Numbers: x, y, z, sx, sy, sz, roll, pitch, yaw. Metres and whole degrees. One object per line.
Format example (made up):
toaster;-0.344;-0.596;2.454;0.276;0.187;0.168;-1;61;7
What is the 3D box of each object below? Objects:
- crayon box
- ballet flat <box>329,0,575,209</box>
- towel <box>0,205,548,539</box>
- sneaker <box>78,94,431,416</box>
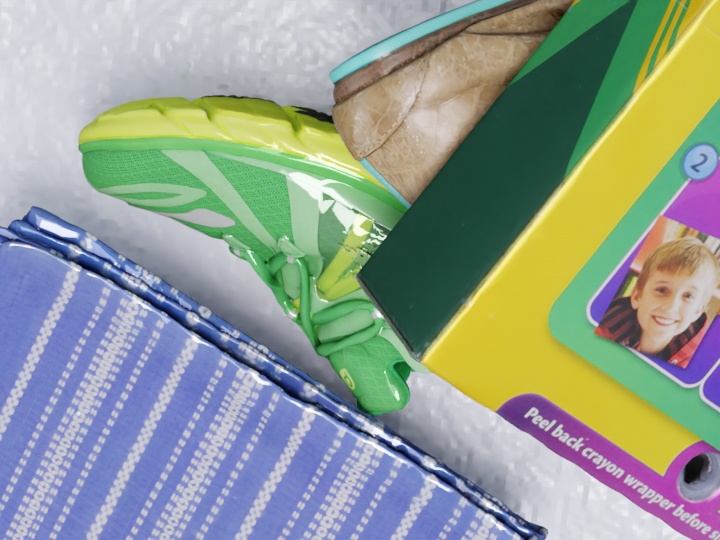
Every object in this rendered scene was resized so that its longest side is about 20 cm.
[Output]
crayon box;0.129;-0.007;0.731;0.200;0.058;0.173;33;100;-31
ballet flat;0.086;-0.072;0.752;0.199;0.068;0.073;-31;94;-16
towel;-0.056;0.085;0.811;0.199;0.024;0.145;32;119;4
sneaker;0.000;0.000;0.788;0.199;0.074;0.084;21;95;5
